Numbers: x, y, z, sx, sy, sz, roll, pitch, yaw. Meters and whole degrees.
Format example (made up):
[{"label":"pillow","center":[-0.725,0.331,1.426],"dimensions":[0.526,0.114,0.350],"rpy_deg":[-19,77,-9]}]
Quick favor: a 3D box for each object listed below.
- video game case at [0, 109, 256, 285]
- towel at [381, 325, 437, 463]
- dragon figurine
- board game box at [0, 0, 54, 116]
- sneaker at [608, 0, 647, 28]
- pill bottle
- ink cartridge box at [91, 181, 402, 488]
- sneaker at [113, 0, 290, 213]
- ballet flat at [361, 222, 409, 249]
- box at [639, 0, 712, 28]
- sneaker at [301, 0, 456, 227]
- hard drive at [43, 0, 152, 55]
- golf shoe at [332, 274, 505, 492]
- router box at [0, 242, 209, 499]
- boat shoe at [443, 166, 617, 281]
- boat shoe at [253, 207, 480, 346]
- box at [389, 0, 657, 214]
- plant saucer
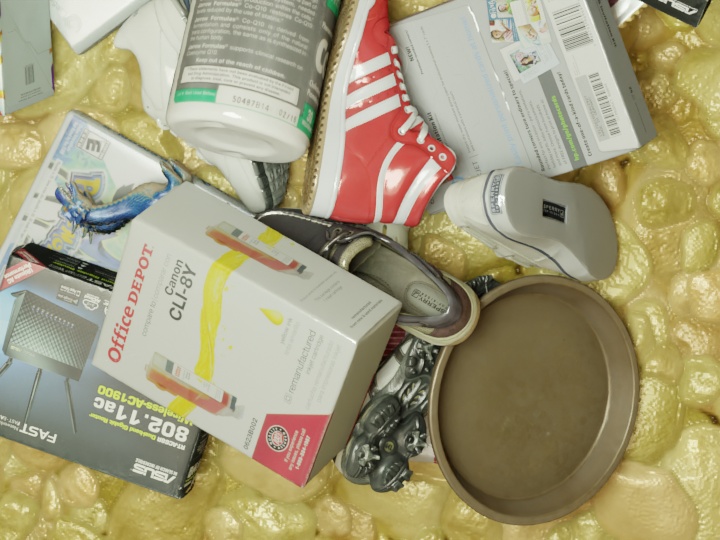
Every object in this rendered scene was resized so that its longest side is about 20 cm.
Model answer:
[{"label":"video game case","center":[-0.205,-0.004,1.806],"dimensions":[0.182,0.022,0.200],"rpy_deg":[29,102,2]},{"label":"towel","center":[0.035,0.087,1.789],"dimensions":[0.199,0.023,0.145],"rpy_deg":[4,101,7]},{"label":"dragon figurine","center":[-0.151,-0.022,1.754],"dimensions":[0.200,0.059,0.100],"rpy_deg":[40,103,0]},{"label":"board game box","center":[-0.359,-0.184,1.741],"dimensions":[0.199,0.105,0.103],"rpy_deg":[2,104,14]},{"label":"sneaker","center":[0.199,-0.248,1.680],"dimensions":[0.090,0.075,0.200],"rpy_deg":[44,102,-7]},{"label":"pill bottle","center":[-0.075,-0.193,1.667],"dimensions":[0.113,0.113,0.201],"rpy_deg":[11,79,6]},{"label":"ink cartridge box","center":[-0.090,0.048,1.646],"dimensions":[0.200,0.083,0.146],"rpy_deg":[29,123,14]},{"label":"sneaker","center":[-0.125,-0.133,1.758],"dimensions":[0.087,0.074,0.201],"rpy_deg":[-28,91,27]},{"label":"ballet flat","center":[0.000,0.000,1.736],"dimensions":[0.074,0.074,0.200],"rpy_deg":[30,90,2]},{"label":"box","center":[0.210,-0.305,1.624],"dimensions":[0.193,0.048,0.200],"rpy_deg":[27,67,6]},{"label":"sneaker","center":[0.025,-0.131,1.683],"dimensions":[0.112,0.071,0.201],"rpy_deg":[11,85,-9]},{"label":"hard drive","center":[-0.187,-0.286,1.753],"dimensions":[0.200,0.026,0.132],"rpy_deg":[-35,93,11]},{"label":"golf shoe","center":[0.040,0.081,1.739],"dimensions":[0.078,0.094,0.200],"rpy_deg":[45,77,-24]},{"label":"router box","center":[-0.211,0.081,1.779],"dimensions":[0.199,0.062,0.150],"rpy_deg":[19,103,4]},{"label":"boat shoe","center":[0.131,-0.035,1.684],"dimensions":[0.070,0.200,0.071],"rpy_deg":[-3,79,33]},{"label":"boat shoe","center":[-0.003,-0.003,1.669],"dimensions":[0.200,0.065,0.072],"rpy_deg":[26,81,19]},{"label":"box","center":[0.113,-0.144,1.690],"dimensions":[0.199,0.041,0.156],"rpy_deg":[-18,97,34]},{"label":"plant saucer","center":[0.134,0.102,1.725],"dimensions":[0.199,0.029,0.201],"rpy_deg":[-4,97,-29]}]
